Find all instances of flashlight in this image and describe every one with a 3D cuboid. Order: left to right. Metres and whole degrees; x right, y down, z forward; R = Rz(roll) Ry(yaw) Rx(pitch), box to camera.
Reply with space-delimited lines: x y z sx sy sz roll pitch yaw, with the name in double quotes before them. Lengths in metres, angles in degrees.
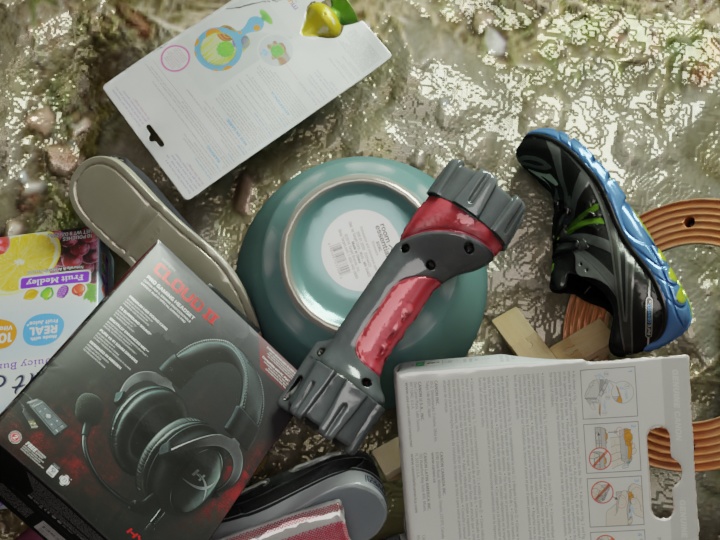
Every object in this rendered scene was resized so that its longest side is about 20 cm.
"flashlight" 0.032 0.026 0.768 0.068 0.068 0.201 36 81 -23

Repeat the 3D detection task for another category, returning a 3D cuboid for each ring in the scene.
"ring" 0.242 0.046 0.848 0.198 0.019 0.203 -12 69 32

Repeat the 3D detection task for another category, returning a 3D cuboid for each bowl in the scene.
"bowl" 0.000 0.000 0.859 0.197 0.105 0.204 0 80 1

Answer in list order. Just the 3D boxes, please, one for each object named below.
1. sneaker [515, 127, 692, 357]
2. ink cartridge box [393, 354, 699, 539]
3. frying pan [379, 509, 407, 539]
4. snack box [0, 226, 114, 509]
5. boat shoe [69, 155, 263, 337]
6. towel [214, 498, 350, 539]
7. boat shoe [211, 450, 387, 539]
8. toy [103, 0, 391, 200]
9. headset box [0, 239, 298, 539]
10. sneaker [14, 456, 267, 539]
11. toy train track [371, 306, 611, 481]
"sneaker" 0.165 -0.025 0.862 0.082 0.071 0.201 -32 63 9
"ink cartridge box" 0.127 0.139 0.802 0.197 0.050 0.164 -5 95 3
"frying pan" 0.060 0.207 0.854 0.189 0.031 0.115 -39 78 -4
"snack box" -0.252 0.069 0.839 0.140 0.053 0.202 -7 57 0
"boat shoe" -0.135 -0.003 0.868 0.072 0.063 0.201 -40 88 9
"towel" -0.053 0.267 0.809 0.144 0.030 0.203 -18 103 -2
"boat shoe" -0.077 0.184 0.833 0.198 0.068 0.074 -30 115 5
"toy" -0.087 -0.149 0.918 0.199 0.047 0.116 -37 78 -10
"headset box" -0.136 0.093 0.763 0.149 0.077 0.201 44 52 -10
"sneaker" -0.171 0.149 0.854 0.198 0.075 0.091 -25 71 -10
"toy train track" 0.102 0.100 0.863 0.198 0.033 0.115 -29 52 -7
